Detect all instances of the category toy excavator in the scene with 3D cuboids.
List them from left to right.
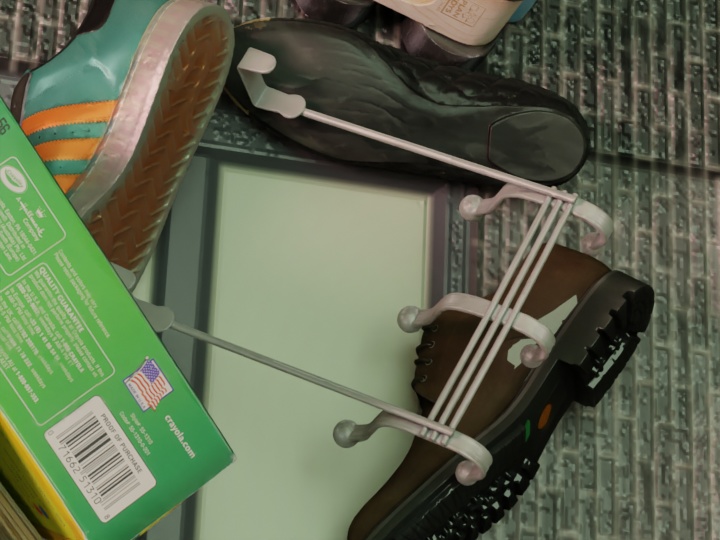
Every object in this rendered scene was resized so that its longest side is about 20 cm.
[{"bbox_3d":[0.082,-0.201,1.140,0.194,0.100,0.201,25,57,-9],"label":"toy excavator"}]

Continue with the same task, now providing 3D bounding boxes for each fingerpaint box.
[{"bbox_3d":[-0.152,0.010,0.883,0.073,0.167,0.201,-36,101,-18],"label":"fingerpaint box"}]

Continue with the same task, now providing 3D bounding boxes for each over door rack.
[{"bbox_3d":[0.000,0.000,1.023,0.199,0.067,0.148,25,66,12],"label":"over door rack"}]

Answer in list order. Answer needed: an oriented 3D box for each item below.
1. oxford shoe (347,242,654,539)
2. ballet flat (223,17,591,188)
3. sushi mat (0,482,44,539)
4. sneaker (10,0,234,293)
[{"bbox_3d":[0.052,0.067,1.050,0.084,0.073,0.200,32,66,25],"label":"oxford shoe"},{"bbox_3d":[0.020,-0.081,1.104,0.199,0.057,0.067,16,94,-6],"label":"ballet flat"},{"bbox_3d":[-0.168,0.091,0.920,0.012,0.096,0.200,-36,84,-21],"label":"sushi mat"},{"bbox_3d":[-0.136,-0.046,1.031,0.080,0.071,0.201,20,75,28],"label":"sneaker"}]
